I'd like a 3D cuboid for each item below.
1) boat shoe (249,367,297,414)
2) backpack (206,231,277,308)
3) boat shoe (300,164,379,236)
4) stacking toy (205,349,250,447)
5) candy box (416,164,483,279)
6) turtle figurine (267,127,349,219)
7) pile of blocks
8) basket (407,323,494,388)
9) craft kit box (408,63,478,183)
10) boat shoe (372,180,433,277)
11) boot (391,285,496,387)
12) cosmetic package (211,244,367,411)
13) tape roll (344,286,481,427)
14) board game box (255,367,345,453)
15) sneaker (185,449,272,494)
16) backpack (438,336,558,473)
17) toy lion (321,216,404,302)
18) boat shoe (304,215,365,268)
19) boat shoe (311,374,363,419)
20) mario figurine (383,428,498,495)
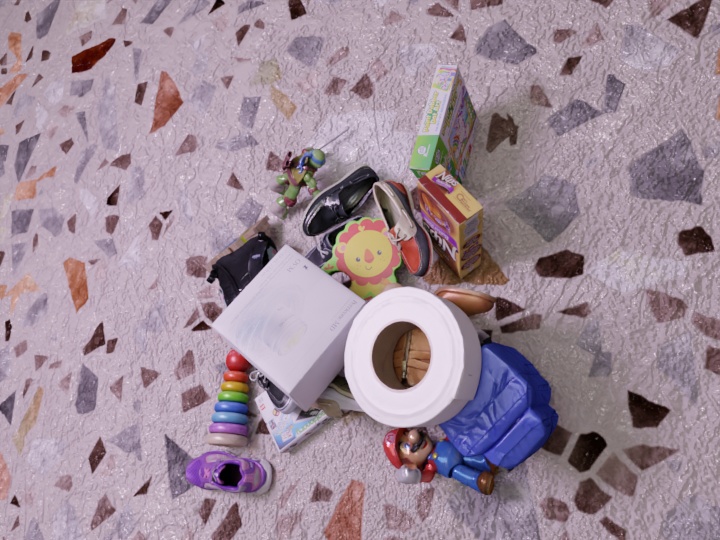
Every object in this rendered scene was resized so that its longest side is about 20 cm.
[{"bbox_3d":[-0.177,0.202,1.102,0.074,0.068,0.200,-47,37,13],"label":"boat shoe"},{"bbox_3d":[-0.215,0.044,1.173,0.166,0.126,0.201,-35,56,14],"label":"backpack"},{"bbox_3d":[-0.037,-0.137,1.153,0.199,0.075,0.066,-39,38,-8],"label":"boat shoe"},{"bbox_3d":[-0.269,0.264,1.170,0.085,0.085,0.202,-7,66,23],"label":"stacking toy"},{"bbox_3d":[0.162,-0.081,0.994,0.056,0.200,0.117,-35,62,-6],"label":"candy box"},{"bbox_3d":[-0.106,-0.195,1.226,0.193,0.200,0.145,-27,93,40],"label":"turtle figurine"},{"bbox_3d":[-0.268,-0.044,1.274,0.199,0.082,0.062,-34,107,22],"label":"pile of blocks"},{"bbox_3d":[0.121,0.154,0.987,0.200,0.135,0.123,-49,58,4],"label":"basket"},{"bbox_3d":[0.162,-0.242,1.045,0.048,0.197,0.202,11,81,28],"label":"craft kit box"},{"bbox_3d":[0.076,-0.079,1.031,0.071,0.062,0.202,-38,60,44],"label":"boat shoe"},{"bbox_3d":[0.122,0.111,0.882,0.199,0.073,0.156,-10,66,37],"label":"boot"},{"bbox_3d":[-0.115,0.100,0.990,0.199,0.123,0.200,34,73,23],"label":"cosmetic package"},{"bbox_3d":[0.076,0.129,0.826,0.201,0.071,0.205,-9,73,31],"label":"tape roll"},{"bbox_3d":[-0.108,0.255,1.116,0.199,0.035,0.127,-38,62,10],"label":"board game box"},{"bbox_3d":[-0.280,0.408,1.122,0.198,0.088,0.081,-4,74,25],"label":"sneaker"},{"bbox_3d":[0.220,0.217,0.884,0.163,0.200,0.168,-45,67,14],"label":"backpack"},{"bbox_3d":[0.000,0.000,1.095,0.198,0.069,0.193,-23,79,10],"label":"toy lion"},{"bbox_3d":[-0.060,-0.047,1.164,0.199,0.068,0.072,-31,64,13],"label":"boat shoe"},{"bbox_3d":[-0.033,0.234,1.019,0.199,0.074,0.069,7,97,48],"label":"boat shoe"},{"bbox_3d":[0.131,0.309,0.945,0.198,0.123,0.107,8,91,22],"label":"mario figurine"}]
